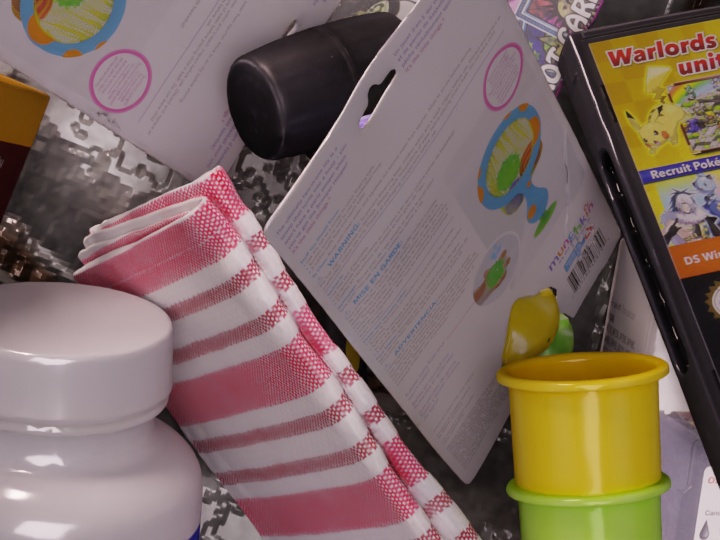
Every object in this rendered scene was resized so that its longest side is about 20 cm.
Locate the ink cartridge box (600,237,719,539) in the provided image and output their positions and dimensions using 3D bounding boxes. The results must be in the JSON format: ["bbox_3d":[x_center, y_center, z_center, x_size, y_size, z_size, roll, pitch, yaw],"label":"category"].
[{"bbox_3d":[0.156,0.097,0.865,0.144,0.084,0.201,9,95,-4],"label":"ink cartridge box"}]

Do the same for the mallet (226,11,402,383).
[{"bbox_3d":[0.000,0.000,0.845,0.066,0.041,0.201,-28,127,-25],"label":"mallet"}]

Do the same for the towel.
[{"bbox_3d":[-0.020,0.057,0.822,0.030,0.146,0.200,-38,98,-22],"label":"towel"}]

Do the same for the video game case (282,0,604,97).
[{"bbox_3d":[0.012,-0.144,0.853,0.181,0.036,0.201,27,94,-5],"label":"video game case"}]

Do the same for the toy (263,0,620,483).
[{"bbox_3d":[0.023,-0.018,0.796,0.047,0.200,0.115,24,74,34],"label":"toy"}]

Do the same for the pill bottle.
[{"bbox_3d":[-0.113,0.111,0.818,0.111,0.112,0.201,3,106,-5],"label":"pill bottle"}]

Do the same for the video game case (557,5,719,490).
[{"bbox_3d":[0.191,-0.022,0.821,0.199,0.026,0.182,-11,63,-13],"label":"video game case"}]

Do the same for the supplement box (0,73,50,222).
[{"bbox_3d":[-0.231,0.001,0.753,0.132,0.197,0.201,23,95,16],"label":"supplement box"}]

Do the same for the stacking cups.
[{"bbox_3d":[0.082,0.130,0.802,0.060,0.061,0.201,-5,99,-4],"label":"stacking cups"}]

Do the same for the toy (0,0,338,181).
[{"bbox_3d":[-0.096,-0.125,0.781,0.200,0.047,0.115,32,93,-41],"label":"toy"}]
